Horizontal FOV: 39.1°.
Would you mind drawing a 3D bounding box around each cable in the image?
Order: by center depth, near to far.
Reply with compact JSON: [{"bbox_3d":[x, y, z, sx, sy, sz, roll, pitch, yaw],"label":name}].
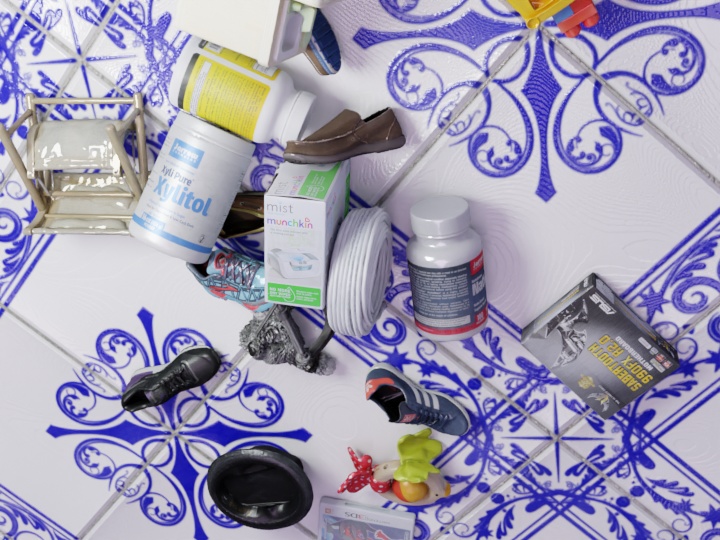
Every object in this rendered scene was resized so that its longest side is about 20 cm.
[{"bbox_3d":[0.000,0.000,1.538,0.069,0.200,0.201,10,116,10],"label":"cable"}]

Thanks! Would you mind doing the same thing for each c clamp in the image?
[{"bbox_3d":[-0.096,0.083,1.613,0.027,0.171,0.200,19,154,29],"label":"c clamp"}]

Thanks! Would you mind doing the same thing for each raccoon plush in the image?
[{"bbox_3d":[-0.113,0.083,1.697,0.199,0.097,0.135,16,110,-30],"label":"raccoon plush"}]

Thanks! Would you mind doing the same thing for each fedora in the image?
[{"bbox_3d":[-0.175,0.375,1.840,0.199,0.092,0.202,5,119,9],"label":"fedora"}]

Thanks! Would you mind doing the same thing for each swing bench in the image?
[{"bbox_3d":[-0.436,-0.163,1.592,0.197,0.130,0.201,2,124,11],"label":"swing bench"}]

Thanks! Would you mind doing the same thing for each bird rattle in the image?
[{"bbox_3d":[0.068,0.373,1.786,0.199,0.113,0.163,-29,125,27],"label":"bird rattle"}]

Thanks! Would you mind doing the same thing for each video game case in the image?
[{"bbox_3d":[0.007,0.526,1.921,0.181,0.023,0.201,8,119,8],"label":"video game case"}]

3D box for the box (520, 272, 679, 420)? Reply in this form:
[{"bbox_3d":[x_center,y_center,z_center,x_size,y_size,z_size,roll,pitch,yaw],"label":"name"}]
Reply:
[{"bbox_3d":[0.378,0.122,1.608,0.200,0.048,0.158,42,118,-11],"label":"box"}]

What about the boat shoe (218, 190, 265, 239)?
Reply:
[{"bbox_3d":[-0.223,-0.087,1.616,0.198,0.068,0.072,-8,117,17],"label":"boat shoe"}]

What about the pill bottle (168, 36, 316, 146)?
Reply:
[{"bbox_3d":[-0.170,-0.257,1.489,0.199,0.113,0.113,24,120,-1],"label":"pill bottle"}]

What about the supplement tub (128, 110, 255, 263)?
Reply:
[{"bbox_3d":[-0.254,-0.124,1.530,0.131,0.132,0.201,24,95,-1],"label":"supplement tub"}]

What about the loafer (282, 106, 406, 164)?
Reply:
[{"bbox_3d":[-0.028,-0.198,1.476,0.073,0.199,0.072,7,110,56],"label":"loafer"}]

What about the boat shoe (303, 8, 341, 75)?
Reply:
[{"bbox_3d":[-0.100,-0.360,1.449,0.072,0.072,0.201,-26,100,29],"label":"boat shoe"}]

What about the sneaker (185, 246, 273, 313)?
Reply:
[{"bbox_3d":[-0.202,0.009,1.608,0.199,0.080,0.096,6,156,37],"label":"sneaker"}]

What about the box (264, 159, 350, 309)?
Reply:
[{"bbox_3d":[-0.079,-0.071,1.519,0.096,0.200,0.178,7,118,7],"label":"box"}]

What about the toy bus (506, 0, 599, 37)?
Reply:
[{"bbox_3d":[0.267,-0.407,1.312,0.199,0.136,0.192,-32,120,23],"label":"toy bus"}]

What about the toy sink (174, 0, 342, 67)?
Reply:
[{"bbox_3d":[-0.125,-0.347,1.349,0.199,0.130,0.113,22,119,12],"label":"toy sink"}]

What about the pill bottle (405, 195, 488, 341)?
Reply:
[{"bbox_3d":[0.131,-0.005,1.554,0.119,0.120,0.201,-2,118,13],"label":"pill bottle"}]

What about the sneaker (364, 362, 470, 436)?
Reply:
[{"bbox_3d":[0.092,0.238,1.712,0.199,0.085,0.075,27,120,-3],"label":"sneaker"}]

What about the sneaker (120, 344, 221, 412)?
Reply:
[{"bbox_3d":[-0.333,0.202,1.784,0.199,0.088,0.076,-25,110,23],"label":"sneaker"}]
